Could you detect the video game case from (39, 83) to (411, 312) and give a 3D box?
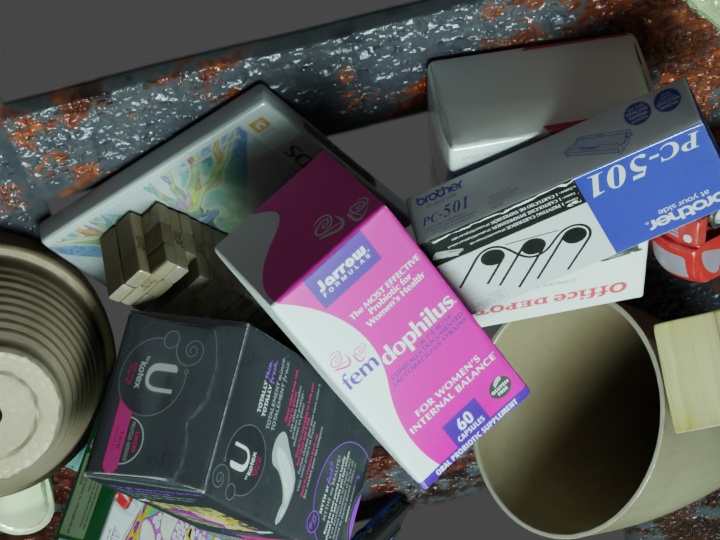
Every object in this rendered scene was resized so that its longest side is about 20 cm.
[{"bbox_3d":[-0.093,-0.033,1.545,0.199,0.022,0.182,-30,139,22],"label":"video game case"}]

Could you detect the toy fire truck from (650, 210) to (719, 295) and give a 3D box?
[{"bbox_3d":[0.285,-0.025,1.582,0.199,0.049,0.142,-27,133,-33],"label":"toy fire truck"}]

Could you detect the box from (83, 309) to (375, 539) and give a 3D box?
[{"bbox_3d":[-0.085,0.118,1.533,0.106,0.123,0.200,5,162,30],"label":"box"}]

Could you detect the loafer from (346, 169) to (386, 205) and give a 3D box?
[{"bbox_3d":[0.000,0.000,1.540,0.076,0.068,0.200,-36,125,-7],"label":"loafer"}]

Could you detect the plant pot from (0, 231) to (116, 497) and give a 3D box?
[{"bbox_3d":[-0.262,0.081,1.517,0.200,0.093,0.202,-6,112,-16],"label":"plant pot"}]

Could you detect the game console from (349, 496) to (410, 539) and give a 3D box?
[{"bbox_3d":[0.002,0.324,1.879,0.171,0.118,0.200,-40,163,-40],"label":"game console"}]

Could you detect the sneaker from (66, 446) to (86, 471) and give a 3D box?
[{"bbox_3d":[-0.166,0.147,1.702,0.199,0.082,0.074,4,139,-19],"label":"sneaker"}]

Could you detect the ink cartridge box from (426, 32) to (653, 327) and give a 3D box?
[{"bbox_3d":[0.125,-0.060,1.520,0.147,0.086,0.201,-10,140,-4],"label":"ink cartridge box"}]

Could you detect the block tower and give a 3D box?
[{"bbox_3d":[-0.087,0.018,1.547,0.199,0.058,0.054,23,130,-39],"label":"block tower"}]

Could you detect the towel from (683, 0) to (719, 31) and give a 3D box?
[{"bbox_3d":[0.313,-0.184,1.455,0.148,0.037,0.200,-35,137,25],"label":"towel"}]

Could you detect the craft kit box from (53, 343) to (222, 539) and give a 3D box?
[{"bbox_3d":[-0.132,0.160,1.609,0.048,0.201,0.197,9,163,29],"label":"craft kit box"}]

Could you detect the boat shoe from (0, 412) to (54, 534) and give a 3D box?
[{"bbox_3d":[-0.258,0.098,1.619,0.071,0.060,0.201,-5,120,-3],"label":"boat shoe"}]

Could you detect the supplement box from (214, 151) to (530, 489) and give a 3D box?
[{"bbox_3d":[0.009,0.034,1.458,0.101,0.103,0.200,-42,124,-3],"label":"supplement box"}]

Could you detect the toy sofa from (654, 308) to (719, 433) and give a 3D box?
[{"bbox_3d":[0.303,0.069,1.626,0.097,0.083,0.200,-13,173,29],"label":"toy sofa"}]

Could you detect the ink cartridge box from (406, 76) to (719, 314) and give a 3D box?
[{"bbox_3d":[0.139,-0.046,1.437,0.199,0.044,0.094,-23,141,12],"label":"ink cartridge box"}]

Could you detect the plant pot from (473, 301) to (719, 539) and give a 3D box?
[{"bbox_3d":[0.220,0.117,1.715,0.199,0.188,0.187,8,140,-46],"label":"plant pot"}]
